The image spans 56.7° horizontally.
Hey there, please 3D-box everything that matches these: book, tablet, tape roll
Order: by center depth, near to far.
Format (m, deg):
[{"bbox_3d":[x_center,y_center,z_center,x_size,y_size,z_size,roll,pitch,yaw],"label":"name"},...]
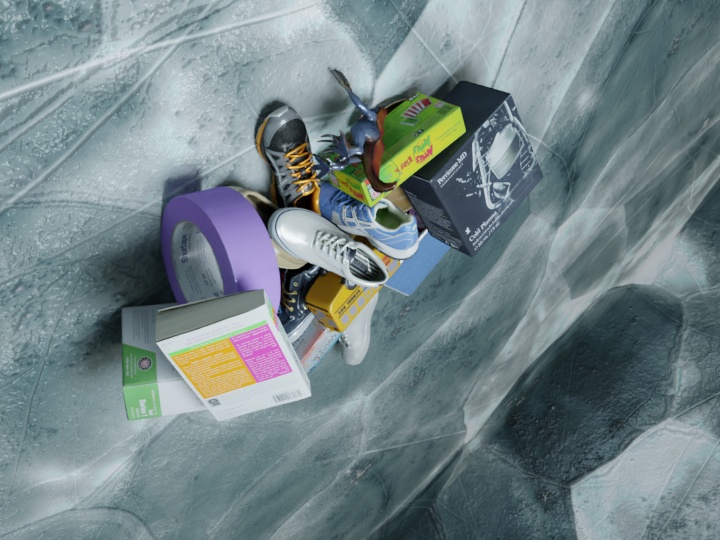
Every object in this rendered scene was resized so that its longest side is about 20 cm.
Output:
[{"bbox_3d":[-0.150,0.112,0.829,0.133,0.048,0.201,-14,137,2],"label":"book"},{"bbox_3d":[-0.188,-0.006,0.879,0.065,0.200,0.201,-19,139,-38],"label":"tape roll"},{"bbox_3d":[0.129,-0.038,1.287,0.200,0.014,0.130,-50,151,9],"label":"tablet"}]

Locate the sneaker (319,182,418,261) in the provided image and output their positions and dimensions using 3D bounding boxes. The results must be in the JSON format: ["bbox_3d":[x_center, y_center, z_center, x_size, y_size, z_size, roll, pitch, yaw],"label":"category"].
[{"bbox_3d":[0.006,-0.094,1.031,0.076,0.199,0.077,-57,166,-30],"label":"sneaker"}]

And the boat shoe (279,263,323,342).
[{"bbox_3d":[-0.110,0.040,1.115,0.200,0.071,0.091,-45,134,2],"label":"boat shoe"}]

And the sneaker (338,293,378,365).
[{"bbox_3d":[-0.037,0.114,1.331,0.115,0.074,0.201,-16,127,-39],"label":"sneaker"}]

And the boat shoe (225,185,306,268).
[{"bbox_3d":[-0.128,-0.059,0.982,0.200,0.065,0.073,42,60,-47],"label":"boat shoe"}]

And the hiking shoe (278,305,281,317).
[{"bbox_3d":[-0.152,0.033,1.064,0.074,0.087,0.201,-18,129,-39],"label":"hiking shoe"}]

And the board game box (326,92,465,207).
[{"bbox_3d":[0.052,-0.188,1.014,0.200,0.101,0.048,-39,133,-16],"label":"board game box"}]

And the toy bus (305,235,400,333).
[{"bbox_3d":[0.000,0.000,1.083,0.200,0.065,0.079,-48,130,-23],"label":"toy bus"}]

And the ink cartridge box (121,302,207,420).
[{"bbox_3d":[-0.233,0.120,0.951,0.198,0.147,0.085,-4,134,-16],"label":"ink cartridge box"}]

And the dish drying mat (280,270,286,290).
[{"bbox_3d":[-0.150,0.050,1.164,0.200,0.018,0.077,-39,147,-14],"label":"dish drying mat"}]

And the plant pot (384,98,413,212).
[{"bbox_3d":[0.060,-0.189,1.113,0.199,0.027,0.201,-21,126,-32],"label":"plant pot"}]

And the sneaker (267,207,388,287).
[{"bbox_3d":[-0.038,-0.035,0.964,0.199,0.071,0.073,25,80,-31],"label":"sneaker"}]

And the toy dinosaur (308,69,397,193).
[{"bbox_3d":[0.004,-0.181,0.947,0.181,0.200,0.105,-35,165,-46],"label":"toy dinosaur"}]

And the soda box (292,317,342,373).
[{"bbox_3d":[-0.086,0.118,1.233,0.068,0.064,0.200,-11,148,-44],"label":"soda box"}]

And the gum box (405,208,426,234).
[{"bbox_3d":[0.182,-0.153,1.297,0.200,0.066,0.113,-52,149,9],"label":"gum box"}]

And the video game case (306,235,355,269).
[{"bbox_3d":[-0.023,-0.073,1.159,0.200,0.023,0.183,-37,140,-18],"label":"video game case"}]

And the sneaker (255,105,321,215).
[{"bbox_3d":[-0.092,-0.147,0.960,0.078,0.077,0.201,-33,145,-19],"label":"sneaker"}]

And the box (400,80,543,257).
[{"bbox_3d":[0.178,-0.169,1.119,0.200,0.124,0.197,-48,132,-9],"label":"box"}]
